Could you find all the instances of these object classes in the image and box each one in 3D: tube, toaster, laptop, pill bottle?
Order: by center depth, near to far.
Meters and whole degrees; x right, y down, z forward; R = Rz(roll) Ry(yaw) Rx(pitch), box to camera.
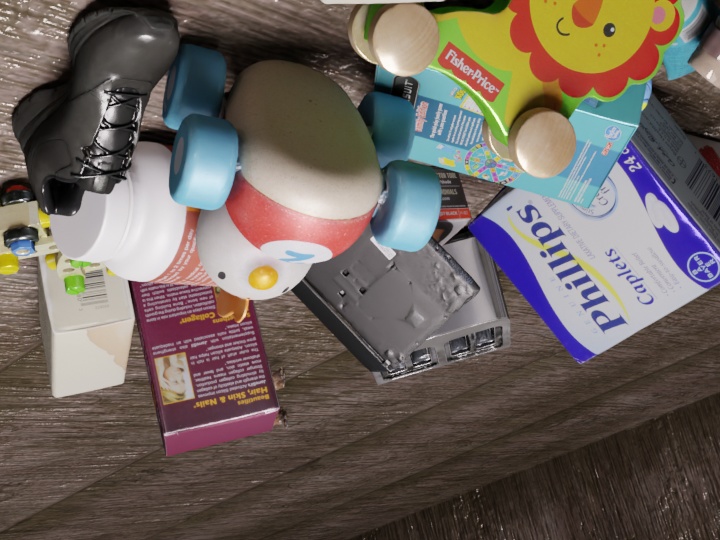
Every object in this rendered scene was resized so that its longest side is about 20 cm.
[{"bbox_3d":[-0.149,-0.045,1.012,0.198,0.114,0.112,4,153,-46],"label":"pill bottle"},{"bbox_3d":[0.276,-0.200,1.030,0.076,0.051,0.199,-19,166,22],"label":"tube"},{"bbox_3d":[0.000,0.000,1.208,0.200,0.177,0.103,-44,-176,26],"label":"laptop"},{"bbox_3d":[0.081,0.041,1.431,0.178,0.120,0.200,-17,161,1],"label":"toaster"}]

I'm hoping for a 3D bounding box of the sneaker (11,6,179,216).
[{"bbox_3d":[-0.178,-0.106,0.854,0.075,0.092,0.200,1,154,-35],"label":"sneaker"}]

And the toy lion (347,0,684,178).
[{"bbox_3d":[0.119,-0.179,0.825,0.198,0.069,0.193,31,96,-23],"label":"toy lion"}]

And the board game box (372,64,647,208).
[{"bbox_3d":[0.107,-0.124,0.962,0.197,0.048,0.151,16,159,2],"label":"board game box"}]

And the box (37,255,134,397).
[{"bbox_3d":[-0.273,0.047,1.205,0.076,0.096,0.200,-10,162,-17],"label":"box"}]

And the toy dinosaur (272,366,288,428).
[{"bbox_3d":[-0.169,0.179,1.689,0.133,0.088,0.200,-4,177,-2],"label":"toy dinosaur"}]

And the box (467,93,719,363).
[{"bbox_3d":[0.240,-0.041,1.176,0.199,0.185,0.105,-38,-176,41],"label":"box"}]

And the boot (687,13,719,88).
[{"bbox_3d":[0.302,-0.205,0.917,0.147,0.070,0.199,-52,160,14],"label":"boot"}]

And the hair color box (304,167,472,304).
[{"bbox_3d":[0.018,-0.033,1.261,0.100,0.062,0.200,-4,157,-30],"label":"hair color box"}]

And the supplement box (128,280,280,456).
[{"bbox_3d":[-0.154,0.059,1.162,0.108,0.203,0.086,-11,162,-13],"label":"supplement box"}]

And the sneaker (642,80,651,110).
[{"bbox_3d":[0.171,-0.151,1.031,0.070,0.084,0.199,27,156,-26],"label":"sneaker"}]

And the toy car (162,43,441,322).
[{"bbox_3d":[-0.067,-0.033,0.904,0.181,0.178,0.202,10,126,-20],"label":"toy car"}]

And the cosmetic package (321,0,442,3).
[{"bbox_3d":[0.037,-0.238,0.637,0.086,0.105,0.200,-5,160,-24],"label":"cosmetic package"}]

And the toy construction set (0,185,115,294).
[{"bbox_3d":[-0.298,-0.012,1.038,0.197,0.093,0.131,-25,163,-8],"label":"toy construction set"}]

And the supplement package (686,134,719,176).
[{"bbox_3d":[0.333,-0.067,1.322,0.198,0.123,0.119,4,153,-45],"label":"supplement package"}]
